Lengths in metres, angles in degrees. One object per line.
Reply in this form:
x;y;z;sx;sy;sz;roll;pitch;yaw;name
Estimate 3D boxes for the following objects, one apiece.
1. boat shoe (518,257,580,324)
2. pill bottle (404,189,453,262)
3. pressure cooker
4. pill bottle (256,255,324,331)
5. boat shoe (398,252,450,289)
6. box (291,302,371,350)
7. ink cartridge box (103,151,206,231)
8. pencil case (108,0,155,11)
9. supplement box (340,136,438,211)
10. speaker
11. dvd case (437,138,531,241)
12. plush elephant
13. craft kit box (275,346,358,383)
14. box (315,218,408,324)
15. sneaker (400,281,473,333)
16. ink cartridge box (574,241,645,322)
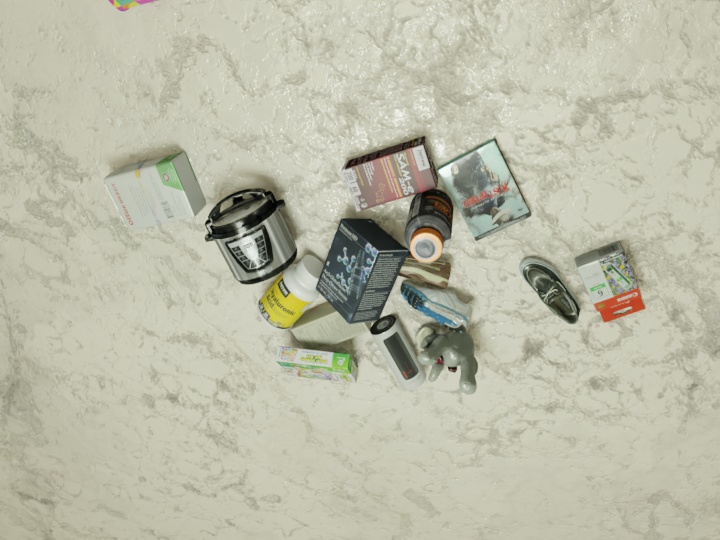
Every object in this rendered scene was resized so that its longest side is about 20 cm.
0.460;0.049;1.401;0.199;0.071;0.072;39;119;-11;boat shoe
0.153;-0.096;1.304;0.104;0.201;0.108;5;121;8;pill bottle
-0.263;-0.090;1.397;0.177;0.176;0.202;-1;122;41;pressure cooker
-0.172;0.056;1.508;0.111;0.112;0.200;37;119;-11;pill bottle
0.127;-0.019;1.441;0.199;0.075;0.076;19;83;11;boat shoe
-0.075;0.138;1.554;0.198;0.078;0.096;-21;114;22;box
-0.505;-0.193;1.445;0.197;0.088;0.147;-11;117;15;ink cartridge box
-0.431;-0.597;1.204;0.197;0.089;0.090;-6;118;17;pencil case
0.067;-0.218;1.333;0.197;0.061;0.110;-15;115;18;supplement box
0.103;0.222;1.568;0.080;0.082;0.202;-20;114;21;speaker
0.283;-0.179;1.335;0.144;0.022;0.201;-24;113;22;dvd case
0.216;0.219;1.508;0.163;0.202;0.155;28;144;-4;plush elephant
-0.113;0.257;1.586;0.194;0.049;0.200;2;159;8;craft kit box
0.000;0.000;1.392;0.148;0.106;0.202;41;120;37;box
0.194;0.076;1.476;0.198;0.087;0.075;30;148;18;sneaker
0.595;0.042;1.383;0.108;0.051;0.201;-23;112;22;ink cartridge box
